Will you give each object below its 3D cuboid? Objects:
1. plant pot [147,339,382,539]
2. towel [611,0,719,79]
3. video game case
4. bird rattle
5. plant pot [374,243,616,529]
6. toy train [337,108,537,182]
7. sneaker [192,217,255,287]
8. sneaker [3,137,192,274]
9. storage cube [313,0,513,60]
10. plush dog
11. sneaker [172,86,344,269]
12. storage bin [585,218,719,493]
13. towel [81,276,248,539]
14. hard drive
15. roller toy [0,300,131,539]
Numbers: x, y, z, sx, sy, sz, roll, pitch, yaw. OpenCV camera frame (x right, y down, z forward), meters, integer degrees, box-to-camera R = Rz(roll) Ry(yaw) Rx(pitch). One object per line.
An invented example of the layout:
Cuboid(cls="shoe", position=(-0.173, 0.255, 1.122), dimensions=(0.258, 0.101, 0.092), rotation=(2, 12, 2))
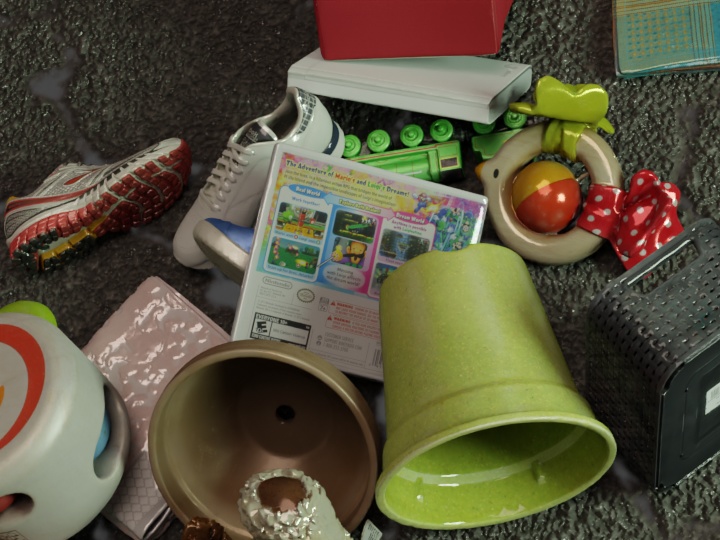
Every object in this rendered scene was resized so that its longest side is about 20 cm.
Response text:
Cuboid(cls="plant pot", position=(-0.075, 0.140, 1.627), dimensions=(0.199, 0.203, 0.093), rotation=(-2, 22, 13))
Cuboid(cls="towel", position=(0.313, -0.272, 1.829), dimensions=(0.145, 0.022, 0.202), rotation=(-4, 59, 10))
Cuboid(cls="video game case", position=(0.000, 0.000, 1.675), dimensions=(0.198, 0.024, 0.184), rotation=(14, 81, -9))
Cuboid(cls="bird rattle", position=(0.193, -0.073, 1.715), dimensions=(0.162, 0.113, 0.201), rotation=(-31, 86, 21))
Cuboid(cls="plant pot", position=(0.093, 0.087, 1.574), dimensions=(0.199, 0.201, 0.186), rotation=(-15, 61, 5))
Cuboid(cls="toy train", position=(0.070, -0.109, 1.789), dimensions=(0.198, 0.042, 0.057), rotation=(-10, 70, 9))
Cuboid(cls="sneaker", position=(-0.047, -0.019, 1.734), dimensions=(0.199, 0.077, 0.112), rotation=(30, 76, 15))
Cuboid(cls="sneaker", position=(-0.256, -0.079, 1.829), dimensions=(0.199, 0.078, 0.083), rotation=(-26, 57, -1))
Cuboid(cls="storage cube", position=(0.052, -0.315, 1.791), dimensions=(0.198, 0.181, 0.171), rotation=(0, 31, 13))
Cuboid(cls="plush dog", position=(-0.076, 0.281, 1.565), dimensions=(0.171, 0.160, 0.202), rotation=(-16, 63, 27))
Cuboid(cls="sneaker", position=(-0.109, -0.088, 1.780), dimensions=(0.200, 0.080, 0.076), rotation=(-46, 51, 0))
Cuboid(cls="storage bin", position=(0.262, 0.072, 1.538), dimensions=(0.135, 0.201, 0.094), rotation=(-33, 59, -16))
Cuboid(cls="towel", position=(-0.193, 0.124, 1.727), dimensions=(0.191, 0.032, 0.200), rotation=(35, 74, 28))
Cuboid(cls="hard drive", position=(0.048, -0.182, 1.798), dimensions=(0.198, 0.027, 0.132), rotation=(11, 24, 19))
Cuboid(cls="roller toy", position=(-0.299, 0.145, 1.646), dimensions=(0.200, 0.140, 0.182), rotation=(-46, 50, -8))
